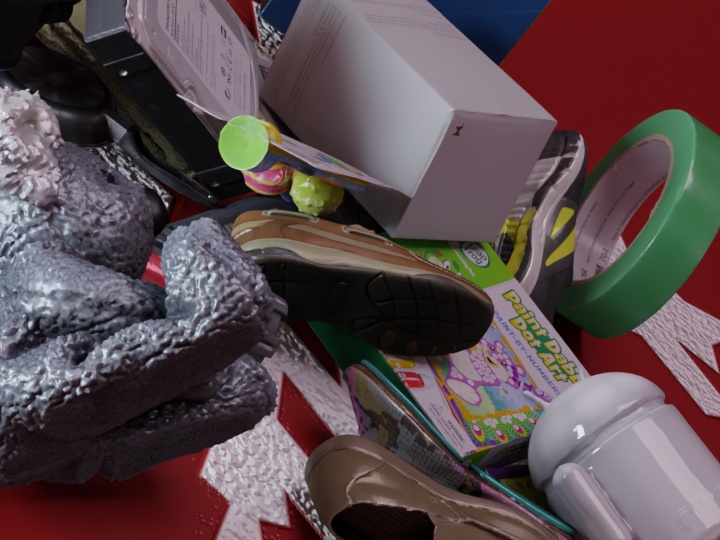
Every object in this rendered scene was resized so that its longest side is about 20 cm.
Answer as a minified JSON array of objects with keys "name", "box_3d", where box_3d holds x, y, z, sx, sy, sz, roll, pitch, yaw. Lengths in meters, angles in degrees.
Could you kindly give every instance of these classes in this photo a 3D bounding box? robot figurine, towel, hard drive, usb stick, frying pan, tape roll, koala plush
[{"name":"robot figurine","box_3d":[0.194,0.154,1.403,0.200,0.113,0.169,53,27,17]},{"name":"towel","box_3d":[-0.165,-0.153,1.528,0.200,0.037,0.148,45,27,7]},{"name":"hard drive","box_3d":[-0.127,-0.160,1.409,0.200,0.038,0.140,52,30,-49]},{"name":"usb stick","box_3d":[-0.079,-0.025,1.437,0.200,0.033,0.056,-23,82,-55]},{"name":"frying pan","box_3d":[-0.193,-0.102,1.398,0.190,0.031,0.115,39,29,22]},{"name":"tape roll","box_3d":[0.233,-0.040,1.700,0.048,0.201,0.201,32,28,-16]},{"name":"koala plush","box_3d":[-0.165,0.004,1.136,0.183,0.178,0.201,-21,66,-13]}]

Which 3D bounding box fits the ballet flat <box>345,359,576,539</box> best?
[{"name":"ballet flat","box_3d":[0.055,0.146,1.342,0.200,0.071,0.069,39,-3,-9]}]

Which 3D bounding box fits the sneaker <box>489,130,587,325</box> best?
[{"name":"sneaker","box_3d":[0.144,-0.029,1.665,0.085,0.074,0.201,58,46,-40]}]

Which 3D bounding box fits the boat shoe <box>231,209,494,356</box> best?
[{"name":"boat shoe","box_3d":[0.000,0.000,1.397,0.199,0.076,0.074,16,39,-23]}]

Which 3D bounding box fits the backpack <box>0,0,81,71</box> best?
[{"name":"backpack","box_3d":[-0.306,-0.232,1.329,0.183,0.147,0.201,6,53,-55]}]

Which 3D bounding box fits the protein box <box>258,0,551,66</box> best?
[{"name":"protein box","box_3d":[0.047,-0.259,1.753,0.198,0.200,0.135,35,17,-13]}]

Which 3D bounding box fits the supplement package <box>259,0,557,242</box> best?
[{"name":"supplement package","box_3d":[0.034,-0.126,1.563,0.116,0.118,0.200,3,34,-42]}]

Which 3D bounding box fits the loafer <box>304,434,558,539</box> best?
[{"name":"loafer","box_3d":[0.050,0.180,1.289,0.199,0.076,0.068,26,32,-11]}]

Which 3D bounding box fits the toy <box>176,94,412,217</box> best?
[{"name":"toy","box_3d":[-0.049,-0.069,1.399,0.115,0.047,0.200,27,2,19]}]

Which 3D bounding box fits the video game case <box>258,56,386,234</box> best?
[{"name":"video game case","box_3d":[-0.009,-0.082,1.642,0.181,0.023,0.201,20,33,-35]}]

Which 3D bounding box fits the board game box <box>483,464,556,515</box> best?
[{"name":"board game box","box_3d":[0.166,0.223,1.420,0.120,0.032,0.200,-2,51,-48]}]

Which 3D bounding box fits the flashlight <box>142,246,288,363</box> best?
[{"name":"flashlight","box_3d":[-0.146,0.005,1.295,0.199,0.068,0.068,27,64,-23]}]

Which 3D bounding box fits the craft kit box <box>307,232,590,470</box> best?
[{"name":"craft kit box","box_3d":[0.067,0.056,1.492,0.197,0.049,0.200,-9,56,-51]}]
